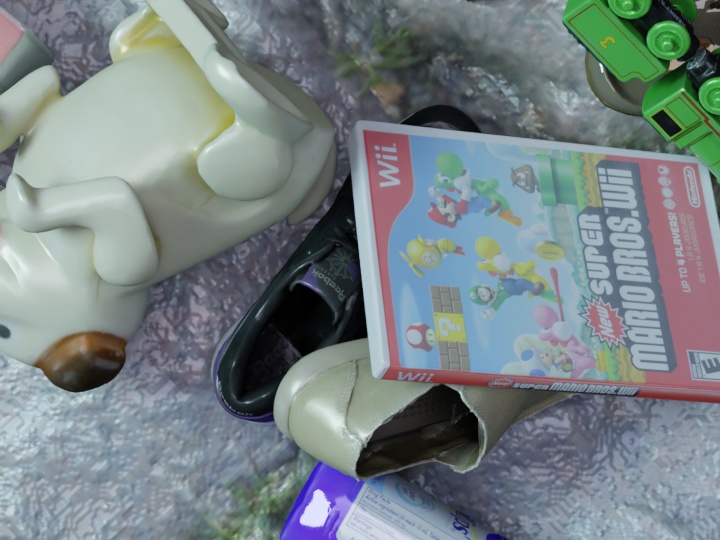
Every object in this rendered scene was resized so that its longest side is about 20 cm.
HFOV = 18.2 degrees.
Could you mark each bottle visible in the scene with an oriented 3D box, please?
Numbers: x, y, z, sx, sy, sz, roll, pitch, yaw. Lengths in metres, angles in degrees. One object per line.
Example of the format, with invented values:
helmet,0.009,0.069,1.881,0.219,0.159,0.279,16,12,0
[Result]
bottle,0.056,0.164,1.157,0.199,0.084,0.066,30,94,1

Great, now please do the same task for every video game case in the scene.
video game case,0.095,-0.004,1.137,0.199,0.017,0.144,5,58,-18

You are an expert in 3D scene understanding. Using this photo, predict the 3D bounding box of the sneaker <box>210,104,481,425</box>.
sneaker,0.000,0.000,1.160,0.076,0.088,0.200,37,87,1

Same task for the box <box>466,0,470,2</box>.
box,0.086,-0.267,1.189,0.200,0.044,0.160,-39,93,-2

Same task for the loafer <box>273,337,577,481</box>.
loafer,0.056,0.063,1.142,0.199,0.076,0.068,-16,48,-19

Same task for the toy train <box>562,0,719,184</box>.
toy train,0.182,-0.084,1.162,0.056,0.042,0.200,-33,112,36

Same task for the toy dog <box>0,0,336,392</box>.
toy dog,-0.122,-0.039,1.139,0.200,0.194,0.140,-45,62,8

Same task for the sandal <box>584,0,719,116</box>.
sandal,0.218,-0.127,1.185,0.199,0.054,0.081,-13,88,-1

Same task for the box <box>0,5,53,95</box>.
box,-0.281,-0.085,1.151,0.152,0.106,0.200,38,88,1
